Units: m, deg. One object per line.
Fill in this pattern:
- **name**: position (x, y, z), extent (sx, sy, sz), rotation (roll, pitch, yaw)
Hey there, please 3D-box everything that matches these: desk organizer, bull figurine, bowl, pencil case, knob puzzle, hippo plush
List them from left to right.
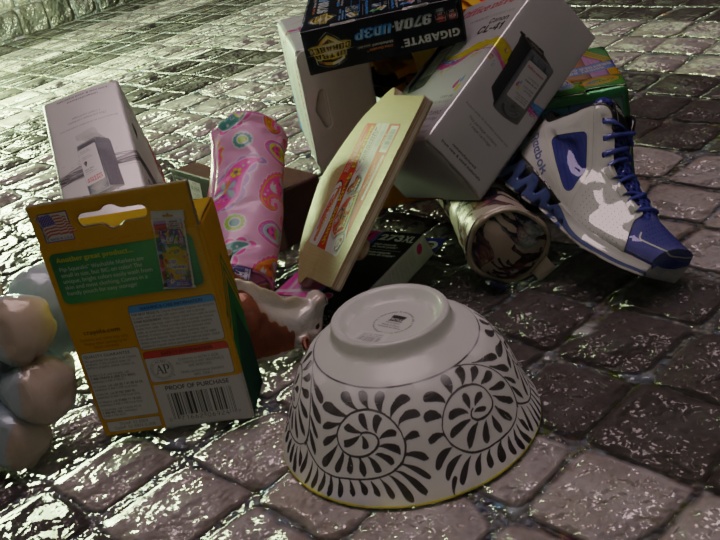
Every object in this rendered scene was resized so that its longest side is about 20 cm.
- **hippo plush**: position (-0.291, 0.081, 0.810), extent (0.200, 0.159, 0.161), rotation (-48, -6, 20)
- **bull figurine**: position (-0.130, 0.038, 0.810), extent (0.198, 0.123, 0.065), rotation (-16, 27, 8)
- **pencil case**: position (-0.118, -0.059, 0.935), extent (0.086, 0.088, 0.202), rotation (-5, 58, 13)
- **desk organizer**: position (-0.132, -0.083, 1.100), extent (0.077, 0.073, 0.199), rotation (-27, 30, -33)
- **knob puzzle**: position (-0.002, -0.073, 0.874), extent (0.030, 0.221, 0.220), rotation (25, 19, -18)
- **bowl**: position (0.028, 0.071, 0.697), extent (0.198, 0.095, 0.201), rotation (-10, 25, 5)
- **pencil case**: position (0.125, -0.057, 0.932), extent (0.078, 0.090, 0.200), rotation (-38, 23, 11)

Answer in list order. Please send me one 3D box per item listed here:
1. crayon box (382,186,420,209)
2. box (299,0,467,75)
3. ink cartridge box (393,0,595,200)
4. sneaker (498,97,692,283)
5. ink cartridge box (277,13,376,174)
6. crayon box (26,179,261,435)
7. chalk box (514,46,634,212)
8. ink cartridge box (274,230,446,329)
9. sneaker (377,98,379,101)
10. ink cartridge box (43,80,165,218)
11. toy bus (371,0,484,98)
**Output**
- **crayon box**: position (0.037, -0.126, 1.133), extent (0.124, 0.052, 0.200), rotation (-14, 25, -2)
- **box**: position (0.023, -0.268, 0.980), extent (0.157, 0.046, 0.201), rotation (-11, 28, 6)
- **ink cartridge box**: position (0.109, -0.169, 0.918), extent (0.201, 0.085, 0.147), rotation (-55, 22, -13)
- **sneaker**: position (0.215, -0.085, 0.835), extent (0.080, 0.116, 0.199), rotation (8, 28, -48)
- **ink cartridge box**: position (-0.037, -0.218, 1.126), extent (0.084, 0.146, 0.200), rotation (-14, 26, -3)
- **crayon box**: position (-0.160, 0.024, 0.731), extent (0.124, 0.202, 0.052), rotation (-8, 26, 7)
- **chalk box**: position (0.223, -0.146, 1.013), extent (0.122, 0.126, 0.201), rotation (-8, 27, 8)
- **ink cartridge box**: position (0.000, 0.000, 0.921), extent (0.094, 0.038, 0.200), rotation (4, 29, 31)
- **sneaker**: position (0.066, -0.244, 1.327), extent (0.075, 0.080, 0.199), rotation (-24, 27, -23)
- **ink cartridge box**: position (-0.232, -0.061, 0.923), extent (0.084, 0.146, 0.201), rotation (-20, 55, -3)
- **toy bus**: position (0.097, -0.284, 1.133), extent (0.191, 0.136, 0.200), rotation (-31, 46, -8)
